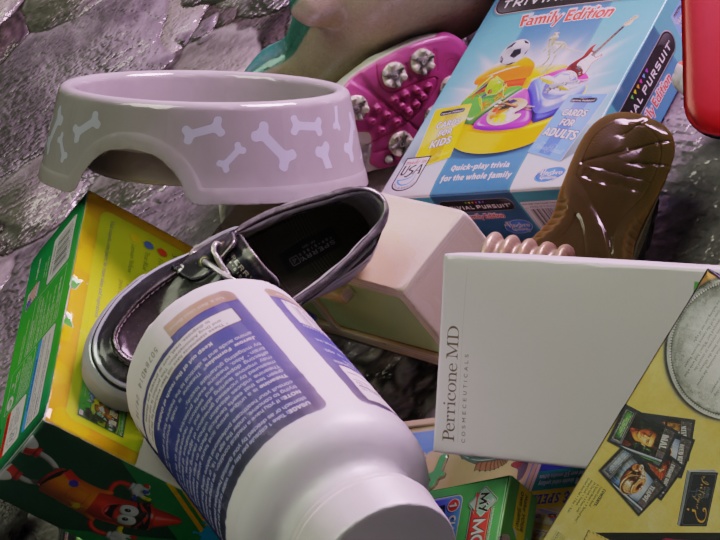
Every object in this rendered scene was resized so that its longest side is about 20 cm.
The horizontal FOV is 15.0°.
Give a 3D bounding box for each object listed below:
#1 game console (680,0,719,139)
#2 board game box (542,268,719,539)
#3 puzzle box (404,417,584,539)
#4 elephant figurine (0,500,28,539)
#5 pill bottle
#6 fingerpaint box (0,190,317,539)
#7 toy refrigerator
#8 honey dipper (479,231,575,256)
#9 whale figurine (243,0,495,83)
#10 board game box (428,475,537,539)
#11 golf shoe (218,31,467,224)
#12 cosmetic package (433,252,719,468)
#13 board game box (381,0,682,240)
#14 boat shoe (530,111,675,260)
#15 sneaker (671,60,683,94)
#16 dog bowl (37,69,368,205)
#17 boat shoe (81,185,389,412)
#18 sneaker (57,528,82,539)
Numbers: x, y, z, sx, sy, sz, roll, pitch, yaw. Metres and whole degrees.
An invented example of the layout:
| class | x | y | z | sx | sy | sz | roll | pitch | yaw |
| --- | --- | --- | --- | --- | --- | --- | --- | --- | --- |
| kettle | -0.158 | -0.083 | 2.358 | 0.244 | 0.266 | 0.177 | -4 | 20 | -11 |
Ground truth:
| class | x | y | z | sx | sy | sz | roll | pitch | yaw |
| --- | --- | --- | --- | --- | --- | --- | --- | --- | --- |
| game console | 0.259 | -0.127 | 1.476 | 0.172 | 0.199 | 0.119 | -136 | 53 | -81 |
| board game box | 0.164 | 0.120 | 1.251 | 0.135 | 0.035 | 0.200 | 35 | 97 | 30 |
| puzzle box | 0.052 | 0.134 | 1.468 | 0.199 | 0.025 | 0.133 | -11 | 43 | 38 |
| elephant figurine | -0.342 | 0.153 | 1.722 | 0.200 | 0.155 | 0.142 | -39 | 65 | 24 |
| pill bottle | -0.034 | 0.098 | 1.404 | 0.111 | 0.111 | 0.200 | -41 | 42 | -2 |
| fingerpaint box | -0.116 | 0.075 | 1.568 | 0.073 | 0.166 | 0.200 | -48 | 24 | 33 |
| toy refrigerator | 0.000 | 0.000 | 1.639 | 0.070 | 0.076 | 0.200 | -51 | 34 | -17 |
| honey dipper | 0.159 | 0.016 | 1.439 | 0.199 | 0.038 | 0.038 | 12 | 54 | 20 |
| whale figurine | 0.001 | -0.183 | 1.793 | 0.200 | 0.159 | 0.104 | -35 | 69 | 34 |
| board game box | 0.014 | 0.206 | 1.384 | 0.134 | 0.029 | 0.201 | -13 | 50 | 35 |
| golf shoe | -0.017 | -0.091 | 1.772 | 0.200 | 0.075 | 0.092 | -39 | 29 | -2 |
| cosmetic package | 0.142 | 0.048 | 1.360 | 0.199 | 0.085 | 0.108 | 2 | 90 | 33 |
| board game box | 0.118 | -0.107 | 1.675 | 0.151 | 0.047 | 0.200 | -2 | 48 | 44 |
| boat shoe | 0.123 | 0.004 | 1.520 | 0.073 | 0.065 | 0.200 | 22 | 62 | 22 |
| sneaker | 0.239 | -0.103 | 1.501 | 0.082 | 0.077 | 0.200 | -57 | 31 | 9 |
| dog bowl | -0.094 | -0.083 | 1.640 | 0.199 | 0.059 | 0.200 | 2 | 10 | 0 |
| boat shoe | -0.069 | 0.004 | 1.505 | 0.200 | 0.072 | 0.071 | -34 | -12 | -28 |
| sneaker | -0.144 | 0.128 | 1.624 | 0.084 | 0.077 | 0.200 | -46 | 12 | 32 |
